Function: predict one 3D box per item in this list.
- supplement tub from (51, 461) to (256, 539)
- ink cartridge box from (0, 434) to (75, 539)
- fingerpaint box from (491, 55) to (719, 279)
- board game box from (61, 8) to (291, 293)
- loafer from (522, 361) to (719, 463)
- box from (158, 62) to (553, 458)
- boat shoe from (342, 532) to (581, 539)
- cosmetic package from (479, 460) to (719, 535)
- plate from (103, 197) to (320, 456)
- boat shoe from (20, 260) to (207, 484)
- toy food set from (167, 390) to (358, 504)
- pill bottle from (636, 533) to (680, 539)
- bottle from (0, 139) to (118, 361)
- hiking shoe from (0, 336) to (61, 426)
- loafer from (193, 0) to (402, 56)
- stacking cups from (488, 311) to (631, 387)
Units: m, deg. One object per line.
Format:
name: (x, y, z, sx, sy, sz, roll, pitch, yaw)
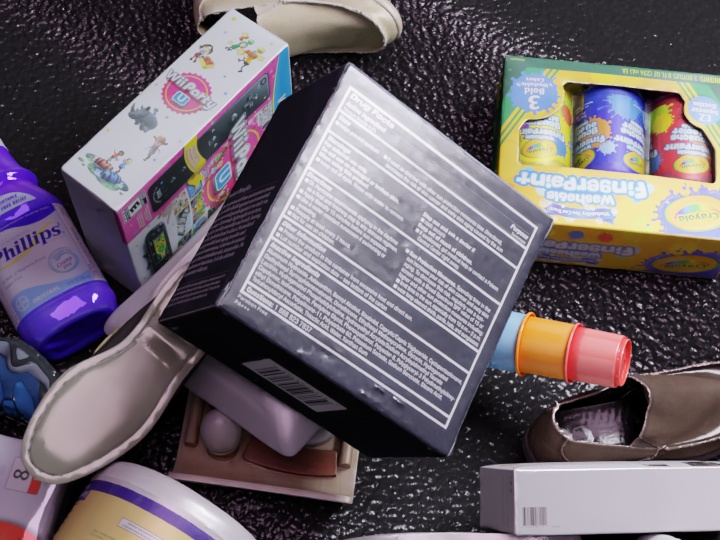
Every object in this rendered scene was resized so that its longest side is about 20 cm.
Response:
supplement tub: (-0.170, 0.251, 0.941, 0.145, 0.146, 0.200, 27, 65, 11)
ink cartridge box: (-0.329, 0.193, 1.020, 0.199, 0.050, 0.163, 13, 63, 1)
fingerpaint box: (0.213, -0.090, 1.169, 0.199, 0.073, 0.168, 6, 63, 1)
board game box: (-0.141, -0.093, 1.118, 0.064, 0.148, 0.200, 34, 67, 17)
loafer: (0.227, 0.116, 1.065, 0.199, 0.071, 0.073, -16, 64, -10)
box: (0.000, 0.000, 0.971, 0.200, 0.123, 0.199, 35, 69, -20)
boat shoe: (0.064, 0.225, 1.003, 0.199, 0.071, 0.064, -1, 77, 6)
cosmetic package: (0.194, 0.166, 1.009, 0.199, 0.083, 0.051, 1, 81, -13)
plate: (-0.070, 0.018, 1.071, 0.199, 0.032, 0.200, 30, 63, 24)
boat shoe: (-0.163, 0.078, 0.990, 0.072, 0.061, 0.201, 43, 71, 1)
toy food set: (-0.065, 0.081, 1.079, 0.143, 0.060, 0.201, 7, 63, 2)
pill bottle: (0.182, 0.291, 0.951, 0.112, 0.112, 0.200, 38, 68, 16)
bottle: (-0.274, -0.024, 1.123, 0.083, 0.065, 0.200, -29, 67, -11)
hiking shoe: (-0.295, 0.091, 1.066, 0.199, 0.075, 0.087, 31, 68, 25)
loafer: (-0.061, -0.222, 1.233, 0.199, 0.076, 0.069, 11, 64, 14)
stacking cups: (0.108, 0.052, 1.065, 0.199, 0.061, 0.061, 8, 61, 25)
